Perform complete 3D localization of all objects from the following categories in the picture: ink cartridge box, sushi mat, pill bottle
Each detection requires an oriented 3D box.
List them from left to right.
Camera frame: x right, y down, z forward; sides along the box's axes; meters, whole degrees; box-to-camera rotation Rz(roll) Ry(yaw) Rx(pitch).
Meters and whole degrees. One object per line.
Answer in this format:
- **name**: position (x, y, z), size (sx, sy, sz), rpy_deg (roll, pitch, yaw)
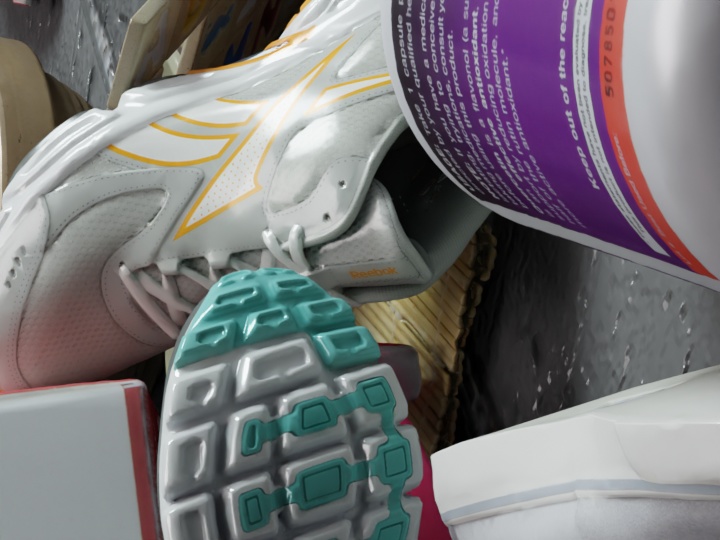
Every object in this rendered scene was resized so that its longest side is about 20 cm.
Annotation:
- **ink cartridge box**: position (-0.093, 0.121, 0.884), size (0.200, 0.083, 0.145), rpy_deg (102, 161, -80)
- **sushi mat**: position (0.000, 0.000, 0.935), size (0.200, 0.012, 0.096), rpy_deg (-133, 52, -63)
- **pill bottle**: position (0.075, -0.056, 0.630), size (0.200, 0.112, 0.113), rpy_deg (-156, 74, -67)

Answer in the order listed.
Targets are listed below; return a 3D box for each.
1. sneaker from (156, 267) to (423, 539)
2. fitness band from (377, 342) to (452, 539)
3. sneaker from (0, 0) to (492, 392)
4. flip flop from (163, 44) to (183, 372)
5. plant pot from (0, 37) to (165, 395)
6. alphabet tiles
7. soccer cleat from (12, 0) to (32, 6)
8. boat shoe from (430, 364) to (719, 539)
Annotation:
- **sneaker**: position (-0.024, 0.101, 0.780), size (0.091, 0.077, 0.201), rpy_deg (163, 101, -68)
- **fitness band**: position (-0.011, 0.095, 0.888), size (0.200, 0.037, 0.145), rpy_deg (174, 91, -70)
- **sneaker**: position (-0.025, -0.016, 0.813), size (0.200, 0.076, 0.092), rpy_deg (-35, 46, 6)
- **flip flop**: position (-0.077, -0.001, 1.056), size (0.081, 0.057, 0.201), rpy_deg (122, 147, -72)
- **plant pot**: position (-0.133, 0.007, 1.163), size (0.201, 0.092, 0.202), rpy_deg (-173, 90, -69)
- **alphabet tiles**: position (-0.051, -0.062, 0.937), size (0.200, 0.008, 0.168), rpy_deg (-56, -12, -51)
- **soccer cleat**: position (-0.195, -0.189, 1.418), size (0.200, 0.066, 0.077), rpy_deg (-130, 55, -65)
- **boat shoe**: position (0.077, 0.062, 0.662), size (0.200, 0.072, 0.069), rpy_deg (-19, 88, 59)
